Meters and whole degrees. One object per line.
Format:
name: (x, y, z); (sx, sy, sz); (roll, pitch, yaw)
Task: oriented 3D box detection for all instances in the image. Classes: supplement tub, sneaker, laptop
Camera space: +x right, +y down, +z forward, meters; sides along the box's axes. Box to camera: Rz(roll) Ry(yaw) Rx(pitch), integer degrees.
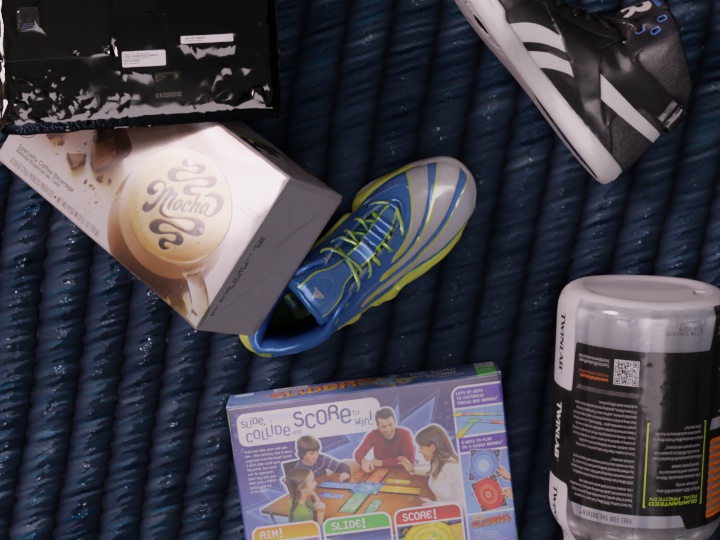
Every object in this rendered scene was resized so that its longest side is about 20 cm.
supplement tub: (0.193, 0.110, 0.986); (0.122, 0.123, 0.202); (1, 100, -1)
sneaker: (0.148, -0.168, 0.965); (0.112, 0.073, 0.200); (-39, 107, 3)
laptop: (-0.140, -0.187, 0.917); (0.176, 0.103, 0.202); (-4, 88, 1)
sneaker: (0.000, 0.000, 0.971); (0.200, 0.105, 0.076); (-39, 100, 7)

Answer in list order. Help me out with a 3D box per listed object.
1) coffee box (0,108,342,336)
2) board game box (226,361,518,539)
coffee box: (-0.127, -0.062, 0.928); (0.200, 0.080, 0.113); (38, 100, 23)
board game box: (0.010, 0.147, 1.034); (0.198, 0.034, 0.136); (-7, 100, 0)
